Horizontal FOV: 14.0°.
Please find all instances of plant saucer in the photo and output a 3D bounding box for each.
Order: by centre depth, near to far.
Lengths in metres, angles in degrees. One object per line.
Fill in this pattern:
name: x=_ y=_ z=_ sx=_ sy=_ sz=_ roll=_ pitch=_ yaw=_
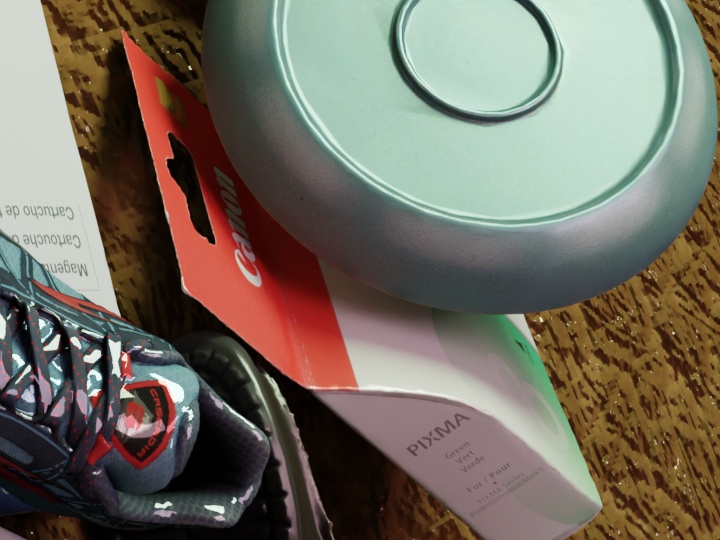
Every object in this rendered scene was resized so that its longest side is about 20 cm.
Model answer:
plant saucer: x=0.041 y=-0.078 z=1.086 sx=0.200 sy=0.027 sz=0.201 roll=6 pitch=60 yaw=-11

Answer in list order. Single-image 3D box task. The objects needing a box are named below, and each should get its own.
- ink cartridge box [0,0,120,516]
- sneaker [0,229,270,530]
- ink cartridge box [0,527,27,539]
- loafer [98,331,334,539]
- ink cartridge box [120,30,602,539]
ink cartridge box: x=-0.156 y=-0.018 z=0.922 sx=0.196 sy=0.043 sz=0.200 roll=-3 pitch=74 yaw=-58
sneaker: x=-0.092 y=0.028 z=0.881 sx=0.200 sy=0.095 sz=0.079 roll=34 pitch=74 yaw=-57
ink cartridge box: x=-0.138 y=0.116 z=0.856 sx=0.200 sy=0.039 sz=0.100 roll=33 pitch=62 yaw=-43
loafer: x=-0.036 y=0.120 z=1.011 sx=0.071 sy=0.073 sz=0.201 roll=-8 pitch=85 yaw=-71
ink cartridge box: x=0.000 y=0.000 z=1.092 sx=0.200 sy=0.050 sz=0.161 roll=44 pitch=17 yaw=-37
